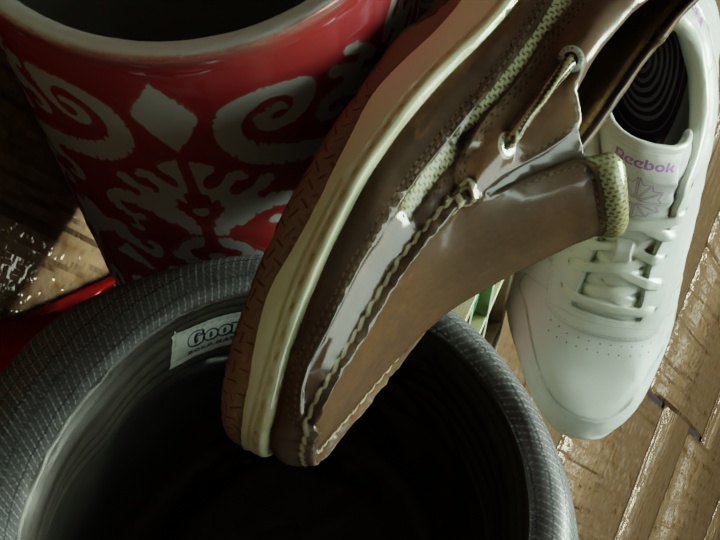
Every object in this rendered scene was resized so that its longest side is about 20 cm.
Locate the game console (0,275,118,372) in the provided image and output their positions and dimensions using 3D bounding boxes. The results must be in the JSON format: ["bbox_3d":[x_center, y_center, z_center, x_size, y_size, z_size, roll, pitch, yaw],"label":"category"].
[{"bbox_3d":[-0.086,0.086,0.824,0.200,0.031,0.179,-28,126,-63],"label":"game console"}]

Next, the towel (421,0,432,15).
[{"bbox_3d":[0.059,-0.209,0.987,0.147,0.022,0.201,-53,157,-40],"label":"towel"}]

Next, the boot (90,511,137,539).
[{"bbox_3d":[-0.126,0.130,0.674,0.138,0.077,0.202,22,89,-58],"label":"boot"}]

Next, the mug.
[{"bbox_3d":[-0.030,-0.083,0.694,0.178,0.133,0.200,-60,163,-23],"label":"mug"}]

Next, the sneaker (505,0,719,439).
[{"bbox_3d":[0.101,-0.025,0.955,0.100,0.074,0.202,-63,162,-78],"label":"sneaker"}]

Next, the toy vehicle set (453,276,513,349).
[{"bbox_3d":[0.029,0.047,0.942,0.201,0.026,0.125,96,17,-60],"label":"toy vehicle set"}]

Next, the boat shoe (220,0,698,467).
[{"bbox_3d":[0.038,-0.030,0.623,0.203,0.074,0.075,-60,167,-14],"label":"boat shoe"}]

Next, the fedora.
[{"bbox_3d":[-0.032,0.093,0.650,0.091,0.176,0.201,110,5,-54],"label":"fedora"}]
